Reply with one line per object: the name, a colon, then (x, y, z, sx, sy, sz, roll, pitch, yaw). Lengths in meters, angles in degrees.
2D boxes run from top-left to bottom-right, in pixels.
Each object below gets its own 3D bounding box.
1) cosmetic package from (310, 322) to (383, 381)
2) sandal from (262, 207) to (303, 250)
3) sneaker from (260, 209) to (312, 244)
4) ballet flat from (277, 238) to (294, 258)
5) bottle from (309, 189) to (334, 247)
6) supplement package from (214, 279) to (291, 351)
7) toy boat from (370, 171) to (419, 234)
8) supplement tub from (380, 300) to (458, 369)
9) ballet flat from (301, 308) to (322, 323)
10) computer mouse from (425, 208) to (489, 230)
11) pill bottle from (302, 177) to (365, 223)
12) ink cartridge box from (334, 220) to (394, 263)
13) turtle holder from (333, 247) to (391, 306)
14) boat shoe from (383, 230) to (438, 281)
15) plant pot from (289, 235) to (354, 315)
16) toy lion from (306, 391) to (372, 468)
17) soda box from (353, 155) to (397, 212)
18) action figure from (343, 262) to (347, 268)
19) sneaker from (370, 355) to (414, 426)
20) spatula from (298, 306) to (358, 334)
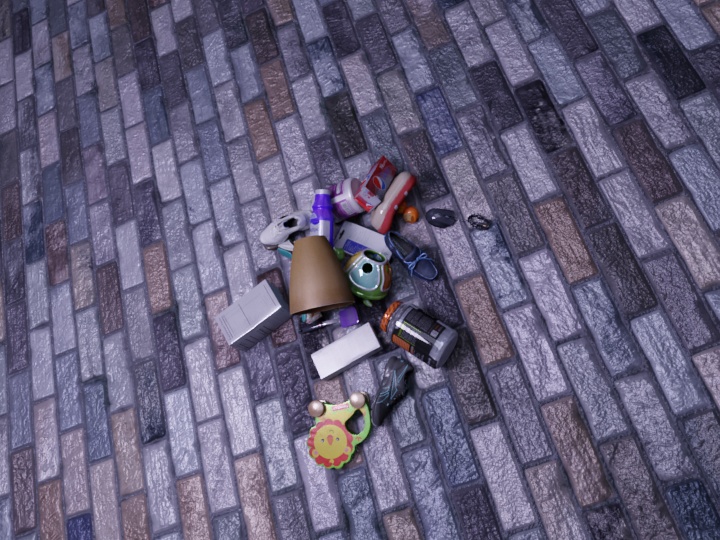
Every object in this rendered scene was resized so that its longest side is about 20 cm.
cosmetic package: (-0.039, 0.240, 1.644, 0.199, 0.051, 0.083, -29, 68, 5)
sandal: (-0.243, -0.146, 1.831, 0.199, 0.055, 0.082, -32, 66, 4)
sneaker: (-0.244, -0.137, 1.750, 0.199, 0.087, 0.075, -26, 86, 26)
ballet flat: (-0.190, -0.056, 1.757, 0.199, 0.069, 0.070, 29, 81, 47)
bottle: (-0.116, -0.140, 1.674, 0.083, 0.065, 0.203, -1, 87, 61)
supplement package: (-0.328, 0.142, 1.730, 0.199, 0.110, 0.114, -36, 66, 2)
toy boat: (0.123, -0.194, 1.718, 0.130, 0.130, 0.201, 36, 83, -6)
supplement tub: (0.163, 0.175, 1.567, 0.199, 0.123, 0.123, 32, 83, 23)
ballet flat: (-0.157, 0.057, 1.675, 0.063, 0.076, 0.203, -10, 92, -19)
computer mouse: (0.291, -0.155, 1.688, 0.198, 0.034, 0.059, 8, 74, 18)
pill bottle: (-0.082, -0.208, 1.757, 0.198, 0.112, 0.114, -19, 66, 30)
ink cartridge box: (0.014, -0.078, 1.741, 0.198, 0.039, 0.100, 25, 80, 21)
turtle holder: (0.010, 0.000, 1.643, 0.185, 0.140, 0.133, 41, 128, 30)
boat shoe: (0.145, -0.040, 1.653, 0.199, 0.069, 0.085, 35, 80, 6)
plant pot: (-0.125, 0.010, 1.569, 0.184, 0.186, 0.203, -14, 81, 11)
toy lion: (-0.059, 0.455, 1.577, 0.198, 0.069, 0.194, -15, 75, 11)
soda box: (0.048, -0.269, 1.719, 0.063, 0.070, 0.201, -39, 16, 40)
action figure: (-0.111, 0.016, 1.731, 0.199, 0.065, 0.099, -35, 75, 3)
sneaker: (0.087, 0.342, 1.560, 0.078, 0.075, 0.202, 16, 78, 18)
spatula: (-0.100, 0.160, 1.705, 0.198, 0.021, 0.057, -17, 70, 11)
